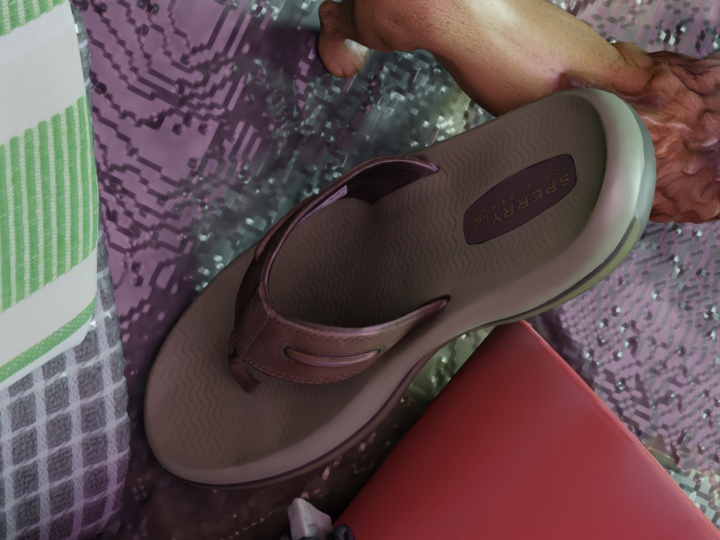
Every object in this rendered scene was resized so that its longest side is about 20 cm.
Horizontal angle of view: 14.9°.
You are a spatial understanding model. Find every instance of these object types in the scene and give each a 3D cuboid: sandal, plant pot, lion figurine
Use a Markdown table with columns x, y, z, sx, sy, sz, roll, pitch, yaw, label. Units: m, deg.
| x | y | z | sx | sy | sz | roll | pitch | yaw | label |
| --- | --- | --- | --- | --- | --- | --- | --- | --- | --- |
| 0.000 | -0.001 | 0.851 | 0.057 | 0.201 | 0.080 | 17 | 48 | -46 | sandal |
| 0.050 | 0.145 | 0.869 | 0.177 | 0.200 | 0.201 | -41 | 106 | 0 | plant pot |
| 0.050 | -0.071 | 0.876 | 0.199 | 0.122 | 0.073 | 22 | 88 | -18 | lion figurine |

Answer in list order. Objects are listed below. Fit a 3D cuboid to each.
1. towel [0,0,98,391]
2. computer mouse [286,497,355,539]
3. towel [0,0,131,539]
| x | y | z | sx | sy | sz | roll | pitch | yaw | label |
| --- | --- | --- | --- | --- | --- | --- | --- | --- | --- |
| -0.132 | -0.036 | 0.688 | 0.152 | 0.023 | 0.201 | -33 | 133 | -33 | towel |
| -0.076 | 0.108 | 0.736 | 0.199 | 0.139 | 0.053 | 7 | 135 | -19 | computer mouse |
| -0.149 | 0.018 | 0.785 | 0.165 | 0.085 | 0.201 | -26 | 128 | -37 | towel |
